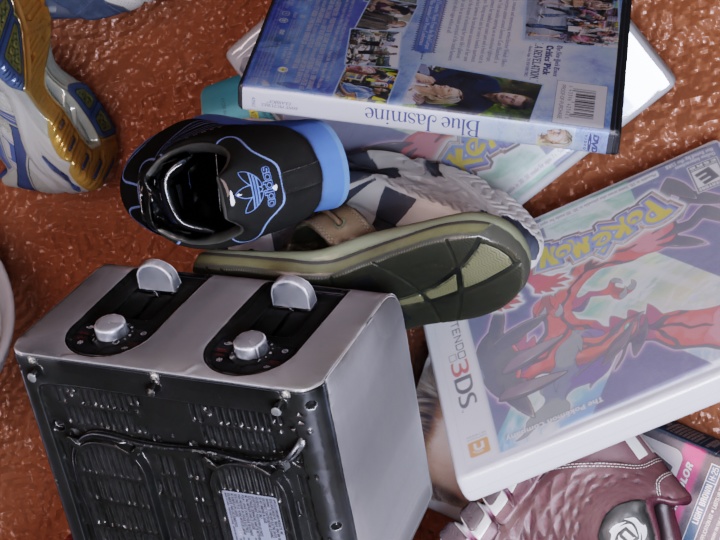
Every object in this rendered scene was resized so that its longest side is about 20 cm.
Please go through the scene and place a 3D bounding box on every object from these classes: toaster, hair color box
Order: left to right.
[{"bbox_3d":[-0.064,0.098,0.950,0.179,0.119,0.201,6,125,25],"label":"toaster"},{"bbox_3d":[0.122,0.119,1.051,0.199,0.060,0.101,22,97,20],"label":"hair color box"}]

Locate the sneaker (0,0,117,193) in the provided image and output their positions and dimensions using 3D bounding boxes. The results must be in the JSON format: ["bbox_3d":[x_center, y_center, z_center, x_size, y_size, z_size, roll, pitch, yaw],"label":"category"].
[{"bbox_3d":[-0.235,-0.127,1.139,0.088,0.075,0.201,-5,126,28],"label":"sneaker"}]

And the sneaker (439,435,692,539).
[{"bbox_3d":[0.102,0.172,0.978,0.116,0.076,0.200,44,104,24],"label":"sneaker"}]

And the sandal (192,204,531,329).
[{"bbox_3d":[0.003,-0.003,0.967,0.200,0.080,0.058,-8,49,28],"label":"sandal"}]

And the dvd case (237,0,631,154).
[{"bbox_3d":[0.045,-0.119,0.968,0.198,0.143,0.018,7,128,6],"label":"dvd case"}]

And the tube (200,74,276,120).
[{"bbox_3d":[0.000,-0.118,1.110,0.199,0.050,0.078,-17,93,15],"label":"tube"}]

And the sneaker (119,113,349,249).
[{"bbox_3d":[-0.092,-0.047,0.972,0.199,0.078,0.071,-6,99,54],"label":"sneaker"}]

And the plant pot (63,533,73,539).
[{"bbox_3d":[-0.115,0.261,1.077,0.176,0.200,0.201,38,102,26],"label":"plant pot"}]

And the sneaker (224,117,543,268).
[{"bbox_3d":[0.000,0.000,1.042,0.198,0.080,0.131,15,111,5],"label":"sneaker"}]

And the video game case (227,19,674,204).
[{"bbox_3d":[0.052,-0.120,1.058,0.200,0.023,0.183,-38,98,18],"label":"video game case"}]

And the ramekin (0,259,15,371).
[{"bbox_3d":[-0.330,0.047,1.153,0.200,0.200,0.105,43,135,15],"label":"ramekin"}]

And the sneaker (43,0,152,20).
[{"bbox_3d":[-0.174,-0.262,1.162,0.145,0.081,0.202,-7,84,12],"label":"sneaker"}]

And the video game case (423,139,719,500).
[{"bbox_3d":[0.132,0.022,0.990,0.199,0.023,0.183,-23,37,9],"label":"video game case"}]
